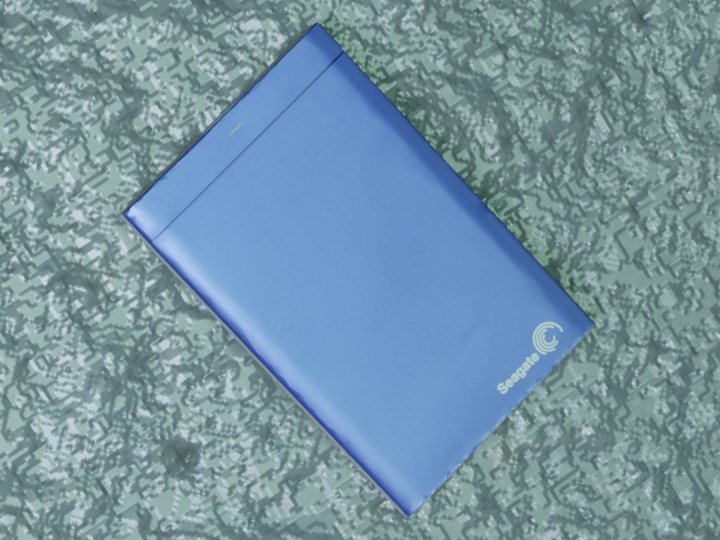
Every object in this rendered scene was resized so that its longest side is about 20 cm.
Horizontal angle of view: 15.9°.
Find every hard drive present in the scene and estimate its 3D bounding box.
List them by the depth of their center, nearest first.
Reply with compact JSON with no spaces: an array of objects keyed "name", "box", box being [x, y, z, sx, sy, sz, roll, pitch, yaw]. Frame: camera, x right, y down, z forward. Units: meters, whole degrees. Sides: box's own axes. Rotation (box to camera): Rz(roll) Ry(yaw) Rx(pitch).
[{"name":"hard drive","box":[0.000,0.000,1.242,0.132,0.025,0.200,-45,98,-10]}]
